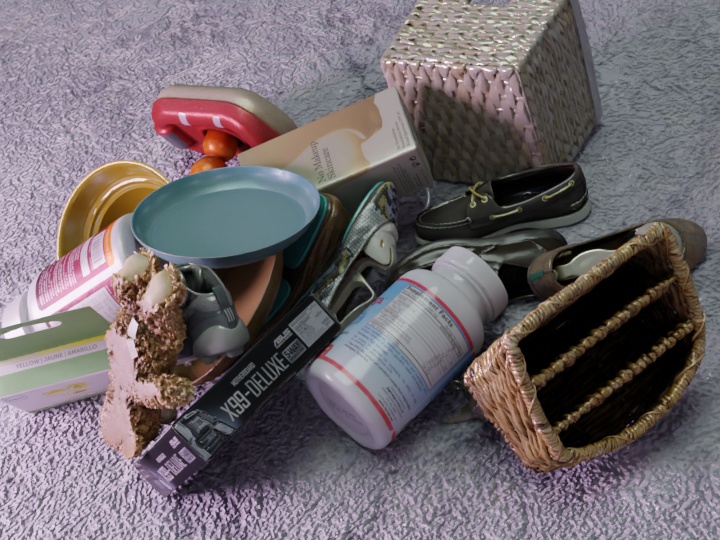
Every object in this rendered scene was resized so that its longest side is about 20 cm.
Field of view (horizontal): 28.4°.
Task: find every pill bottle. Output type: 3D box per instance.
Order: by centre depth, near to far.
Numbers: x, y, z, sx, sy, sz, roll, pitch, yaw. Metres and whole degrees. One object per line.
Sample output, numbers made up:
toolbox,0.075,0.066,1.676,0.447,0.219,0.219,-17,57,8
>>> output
pill bottle,0.049,0.071,1.388,0.200,0.109,0.109,-43,43,-20
pill bottle,-0.290,0.028,1.543,0.199,0.110,0.110,-30,30,27

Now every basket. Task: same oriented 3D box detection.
basket,0.215,0.081,1.254,0.199,0.149,0.143,-33,80,-21
basket,0.153,-0.213,1.652,0.197,0.201,0.161,10,51,32

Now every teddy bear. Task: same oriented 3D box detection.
teddy bear,-0.201,0.078,1.362,0.067,0.201,0.145,-7,7,-42

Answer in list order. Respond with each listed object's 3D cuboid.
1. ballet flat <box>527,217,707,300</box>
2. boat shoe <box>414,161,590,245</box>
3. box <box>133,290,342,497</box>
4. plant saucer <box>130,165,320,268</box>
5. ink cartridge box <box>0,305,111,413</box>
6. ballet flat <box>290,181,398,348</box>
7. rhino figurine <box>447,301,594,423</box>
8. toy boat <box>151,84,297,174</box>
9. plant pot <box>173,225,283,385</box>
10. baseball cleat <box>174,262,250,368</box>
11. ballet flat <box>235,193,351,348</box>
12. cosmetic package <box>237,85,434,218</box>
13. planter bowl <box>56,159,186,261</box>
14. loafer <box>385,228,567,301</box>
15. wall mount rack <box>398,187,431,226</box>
ballet flat,0.268,-0.012,1.432,0.199,0.067,0.068,-17,80,-11
boat shoe,0.153,-0.076,1.585,0.200,0.061,0.072,-12,37,7
box,-0.120,0.123,1.382,0.200,0.050,0.158,-44,0,-29
plant saucer,-0.139,-0.054,1.486,0.199,0.028,0.200,-4,31,2
ink cartridge box,-0.311,0.095,1.459,0.145,0.200,0.048,-15,76,3
ballet flat,0.000,0.000,1.518,0.072,0.072,0.201,26,78,42
rhino figurine,0.158,0.091,1.373,0.200,0.060,0.087,-37,22,-22
toy boat,-0.176,-0.154,1.792,0.199,0.130,0.131,7,74,30
plant pot,-0.141,0.039,1.516,0.200,0.027,0.201,-41,31,31
baseball cleat,-0.175,0.047,1.417,0.070,0.107,0.200,-20,4,-38
ballet flat,-0.070,0.011,1.541,0.068,0.072,0.201,29,88,46
cosmetic package,-0.029,-0.114,1.587,0.199,0.071,0.106,-24,52,7
planter bowl,-0.247,-0.025,1.629,0.199,0.202,0.083,9,5,31
loafer,0.123,0.007,1.482,0.199,0.073,0.072,-15,38,6
wall mount rack,-0.025,-0.071,1.645,0.199,0.075,0.175,1,62,25
